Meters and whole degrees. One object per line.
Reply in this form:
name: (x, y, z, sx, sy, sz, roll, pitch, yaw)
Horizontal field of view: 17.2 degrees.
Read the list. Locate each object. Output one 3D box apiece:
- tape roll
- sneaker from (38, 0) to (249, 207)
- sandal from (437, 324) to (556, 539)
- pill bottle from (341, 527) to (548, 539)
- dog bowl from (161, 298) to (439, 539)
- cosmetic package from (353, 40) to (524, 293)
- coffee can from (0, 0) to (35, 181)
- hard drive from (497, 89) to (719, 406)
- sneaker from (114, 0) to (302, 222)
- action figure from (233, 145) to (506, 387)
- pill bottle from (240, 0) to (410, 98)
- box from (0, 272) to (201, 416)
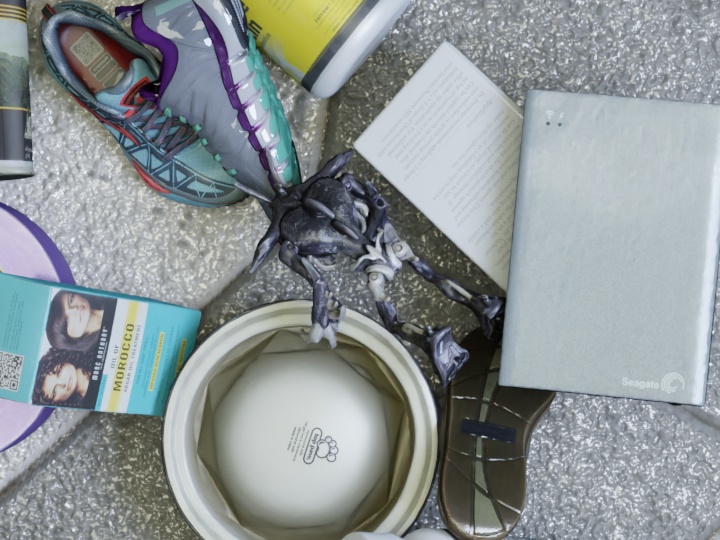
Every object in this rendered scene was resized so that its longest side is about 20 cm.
tape roll: (-0.303, 0.042, 1.719, 0.198, 0.085, 0.202, 0, 89, 1)
sneaker: (-0.159, -0.116, 1.712, 0.200, 0.096, 0.079, 39, 91, 1)
sandal: (0.094, 0.117, 1.695, 0.081, 0.055, 0.201, 13, 51, -2)
pill bottle: (0.081, 0.241, 1.666, 0.199, 0.114, 0.115, 8, 90, -24)
dog bowl: (-0.042, 0.121, 1.722, 0.198, 0.074, 0.202, 0, 89, 0)
cosmetic package: (0.103, -0.055, 1.663, 0.200, 0.071, 0.102, 44, 97, 10)
coffee can: (-0.307, -0.164, 1.689, 0.145, 0.146, 0.202, -2, 90, 0)
hard drive: (0.171, -0.015, 1.595, 0.138, 0.033, 0.202, 5, 89, 11)
sneaker: (-0.103, -0.113, 1.677, 0.087, 0.075, 0.201, -16, 116, 7)
action figure: (0.000, 0.000, 1.647, 0.200, 0.102, 0.119, 36, 65, 13)
pill bottle: (-0.066, -0.226, 1.704, 0.200, 0.112, 0.112, 40, 90, 1)
box: (-0.187, 0.054, 1.660, 0.049, 0.200, 0.083, 11, 90, 27)
